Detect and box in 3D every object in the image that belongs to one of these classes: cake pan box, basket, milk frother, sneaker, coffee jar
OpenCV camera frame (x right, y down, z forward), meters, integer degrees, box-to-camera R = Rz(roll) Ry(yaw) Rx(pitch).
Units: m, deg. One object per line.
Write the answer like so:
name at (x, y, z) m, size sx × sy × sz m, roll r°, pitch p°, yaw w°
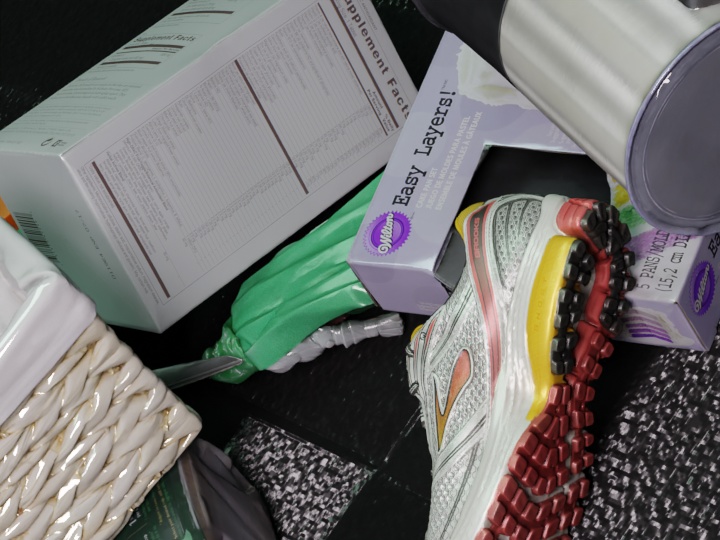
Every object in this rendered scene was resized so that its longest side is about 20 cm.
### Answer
cake pan box at (0.108, -0.058, 1.391) m, size 0.184 × 0.052 × 0.200 m, roll 7°, pitch 62°, yaw 35°
basket at (-0.190, 0.090, 1.394) m, size 0.200 × 0.123 × 0.136 m, roll -50°, pitch 33°, yaw -4°
milk frother at (0.075, -0.116, 1.283) m, size 0.200 × 0.181 × 0.188 m, roll -28°, pitch 45°, yaw -16°
sneaker at (0.060, 0.062, 1.298) m, size 0.082 × 0.078 × 0.200 m, roll 12°, pitch 84°, yaw 34°
coffee jar at (-0.136, 0.175, 1.438) m, size 0.200 × 0.085 × 0.104 m, roll -36°, pitch 42°, yaw 17°

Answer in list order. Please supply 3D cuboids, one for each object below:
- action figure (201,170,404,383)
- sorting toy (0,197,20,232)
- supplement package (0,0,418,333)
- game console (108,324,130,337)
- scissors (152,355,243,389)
action figure at (0.000, 0.000, 1.492) m, size 0.200 × 0.055 × 0.118 m, roll -32°, pitch 38°, yaw 17°
sorting toy at (-0.165, -0.042, 1.697) m, size 0.185 × 0.037 × 0.200 m, roll -38°, pitch 29°, yaw -17°
supplement package at (-0.081, -0.070, 1.543) m, size 0.200 × 0.114 × 0.109 m, roll -37°, pitch 22°, yaw -24°
game console at (-0.180, 0.108, 1.621) m, size 0.200 × 0.117 × 0.176 m, roll -29°, pitch 8°, yaw 25°
scissors at (-0.146, 0.075, 1.534) m, size 0.200 × 0.014 × 0.073 m, roll 2°, pitch 83°, yaw 31°
